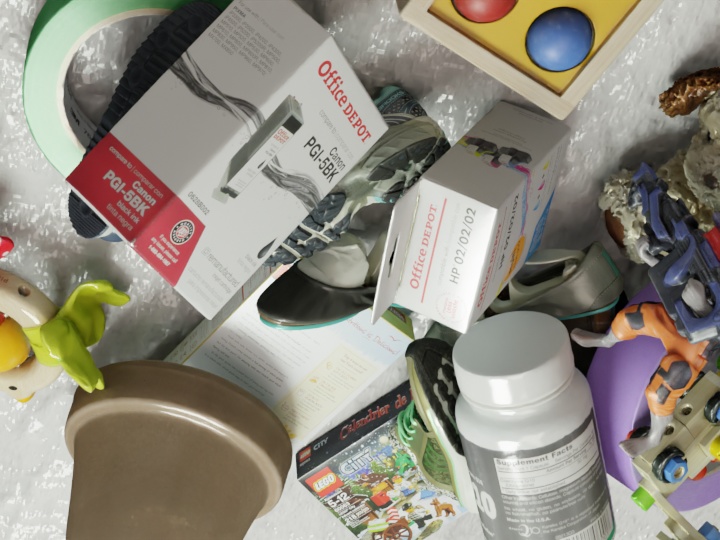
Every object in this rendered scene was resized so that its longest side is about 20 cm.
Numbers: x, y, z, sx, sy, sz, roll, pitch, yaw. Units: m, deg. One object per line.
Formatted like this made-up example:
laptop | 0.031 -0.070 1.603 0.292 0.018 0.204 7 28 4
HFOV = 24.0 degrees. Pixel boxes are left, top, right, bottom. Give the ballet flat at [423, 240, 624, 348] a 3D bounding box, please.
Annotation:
ballet flat | 0.122 0.022 1.410 0.198 0.068 0.064 -20 112 27

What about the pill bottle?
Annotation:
pill bottle | 0.140 0.142 1.377 0.112 0.113 0.202 -13 118 3

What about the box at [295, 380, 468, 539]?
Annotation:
box | 0.059 0.168 1.528 0.199 0.038 0.137 -34 121 16

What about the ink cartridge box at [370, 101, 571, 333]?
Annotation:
ink cartridge box | 0.086 -0.035 1.292 0.067 0.200 0.116 23 125 17

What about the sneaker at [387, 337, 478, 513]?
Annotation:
sneaker | 0.057 0.137 1.437 0.088 0.077 0.201 0 134 24

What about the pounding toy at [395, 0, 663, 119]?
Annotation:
pounding toy | 0.131 -0.236 1.195 0.183 0.143 0.200 28 117 -23

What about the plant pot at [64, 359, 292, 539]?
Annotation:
plant pot | -0.170 0.202 1.408 0.198 0.176 0.201 10 145 7

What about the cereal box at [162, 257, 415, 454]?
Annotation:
cereal box | -0.070 0.076 1.451 0.143 0.040 0.200 36 113 -25

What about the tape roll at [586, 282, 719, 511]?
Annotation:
tape roll | 0.281 0.100 1.434 0.199 0.065 0.202 -18 122 -31

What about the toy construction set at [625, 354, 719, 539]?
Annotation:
toy construction set | 0.287 0.152 1.367 0.201 0.092 0.131 -56 134 -16

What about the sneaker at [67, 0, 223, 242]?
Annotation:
sneaker | -0.141 -0.108 1.256 0.082 0.070 0.201 8 123 -51

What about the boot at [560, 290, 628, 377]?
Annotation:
boot | 0.199 0.094 1.488 0.096 0.075 0.201 -3 129 21

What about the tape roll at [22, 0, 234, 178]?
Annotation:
tape roll | -0.156 -0.142 1.287 0.198 0.048 0.202 -3 124 -4

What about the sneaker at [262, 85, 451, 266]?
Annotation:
sneaker | -0.032 -0.075 1.317 0.198 0.087 0.078 -26 146 -4

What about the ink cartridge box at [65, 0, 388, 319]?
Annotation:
ink cartridge box | -0.089 -0.084 1.200 0.200 0.083 0.147 -47 152 -4

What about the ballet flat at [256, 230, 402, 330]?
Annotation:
ballet flat | 0.000 0.000 1.363 0.199 0.068 0.069 -8 119 -42

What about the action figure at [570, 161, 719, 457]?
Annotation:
action figure | 0.247 0.017 1.279 0.104 0.201 0.194 24 127 -28

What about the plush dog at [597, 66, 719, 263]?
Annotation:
plush dog | 0.305 -0.069 1.333 0.160 0.200 0.173 -27 142 -27

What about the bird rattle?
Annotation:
bird rattle | -0.297 0.041 1.372 0.199 0.113 0.163 27 134 -19
